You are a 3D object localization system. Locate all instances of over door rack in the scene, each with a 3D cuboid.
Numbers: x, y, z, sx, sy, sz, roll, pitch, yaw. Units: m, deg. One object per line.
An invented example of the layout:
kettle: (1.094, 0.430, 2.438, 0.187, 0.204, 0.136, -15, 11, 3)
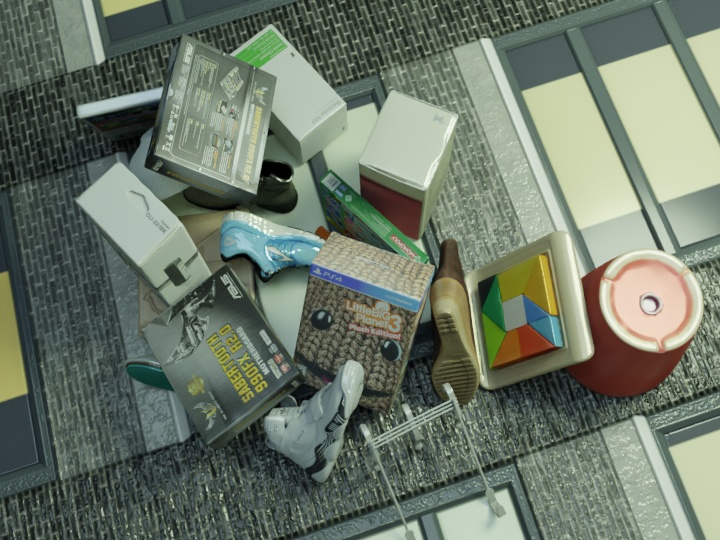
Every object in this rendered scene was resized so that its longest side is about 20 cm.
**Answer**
over door rack: (0.097, 0.279, 1.154, 0.145, 0.067, 0.204, -24, 95, -6)

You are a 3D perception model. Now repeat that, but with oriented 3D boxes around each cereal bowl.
cereal bowl: (-0.277, -0.192, 1.258, 0.198, 0.200, 0.084, -33, 114, -8)

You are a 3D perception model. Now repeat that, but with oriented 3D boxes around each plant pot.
plant pot: (0.387, 0.067, 1.159, 0.195, 0.178, 0.205, -1, 72, 2)

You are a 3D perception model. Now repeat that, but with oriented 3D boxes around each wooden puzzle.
wooden puzzle: (-0.256, 0.006, 1.279, 0.180, 0.046, 0.204, -6, 67, 0)
wooden puzzle: (0.232, 0.060, 1.180, 0.037, 0.198, 0.189, 10, 65, -39)

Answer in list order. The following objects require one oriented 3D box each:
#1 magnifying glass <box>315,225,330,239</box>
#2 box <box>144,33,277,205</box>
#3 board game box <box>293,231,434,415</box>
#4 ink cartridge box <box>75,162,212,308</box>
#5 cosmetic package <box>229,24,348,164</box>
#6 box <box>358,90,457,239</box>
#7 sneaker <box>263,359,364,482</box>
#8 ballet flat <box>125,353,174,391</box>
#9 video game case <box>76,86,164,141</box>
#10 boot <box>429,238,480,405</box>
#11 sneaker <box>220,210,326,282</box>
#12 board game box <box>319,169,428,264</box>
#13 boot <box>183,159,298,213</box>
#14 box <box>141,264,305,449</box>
magnifying glass: (0.000, 0.000, 1.259, 0.022, 0.080, 0.199, -44, 65, -9)
box: (-0.210, -0.216, 1.170, 0.156, 0.048, 0.205, 19, 65, -28)
board game box: (0.000, 0.075, 1.156, 0.156, 0.204, 0.097, 18, 31, 9)
ink cartridge box: (-0.301, -0.039, 1.166, 0.144, 0.201, 0.084, 42, 75, 18)
cosmetic package: (-0.121, -0.290, 1.347, 0.107, 0.085, 0.200, -40, 73, -13)
box: (0.069, -0.153, 1.232, 0.107, 0.201, 0.130, 22, 73, 9)
sneaker: (-0.070, 0.198, 1.141, 0.113, 0.203, 0.075, 23, 29, 8)
ballet flat: (-0.251, 0.151, 1.225, 0.195, 0.070, 0.071, 14, 73, 3)
video game case: (-0.326, -0.253, 1.293, 0.195, 0.182, 0.024, -13, 89, -2)
boot: (0.142, 0.077, 1.208, 0.071, 0.203, 0.168, -3, 35, 12)
sneaker: (-0.125, -0.019, 1.252, 0.196, 0.078, 0.092, 16, 76, -8)
board game box: (0.020, -0.052, 1.236, 0.200, 0.135, 0.029, 43, 75, 15)
boot: (-0.193, -0.147, 1.278, 0.195, 0.131, 0.069, 5, 72, 4)
box: (-0.194, 0.119, 1.145, 0.157, 0.048, 0.201, -36, 67, -3)
